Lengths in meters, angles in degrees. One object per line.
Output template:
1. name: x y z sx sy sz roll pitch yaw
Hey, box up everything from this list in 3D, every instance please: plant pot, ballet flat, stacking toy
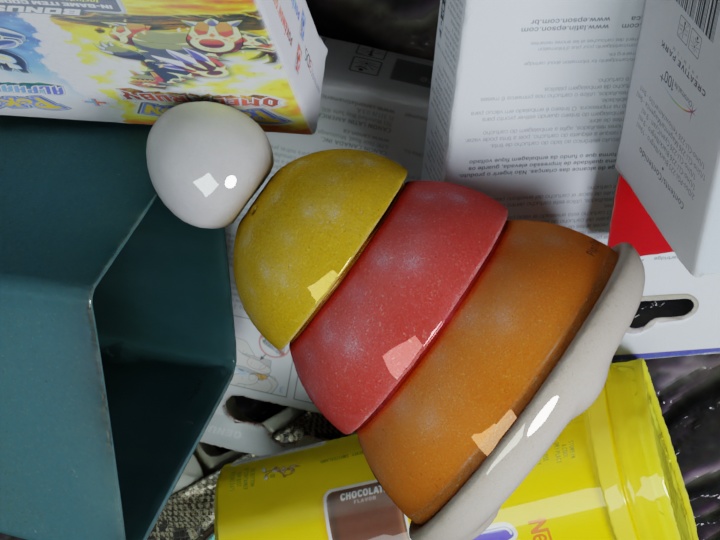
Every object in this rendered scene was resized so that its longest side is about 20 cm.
1. plant pot: -0.173 0.015 0.967 0.199 0.142 0.142 7 126 15
2. ballet flat: -0.053 0.086 1.132 0.200 0.068 0.075 -33 97 22
3. stacking toy: 0.000 0.000 0.900 0.200 0.146 0.146 37 124 -1

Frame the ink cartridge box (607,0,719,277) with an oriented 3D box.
1. ink cartridge box: 0.211 -0.065 0.900 0.199 0.084 0.176 -7 127 -18

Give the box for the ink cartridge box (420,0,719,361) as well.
1. ink cartridge box: 0.124 -0.053 0.964 0.195 0.043 0.201 -3 126 -14

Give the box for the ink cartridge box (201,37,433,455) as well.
1. ink cartridge box: -0.020 -0.007 1.046 0.162 0.057 0.201 13 124 3

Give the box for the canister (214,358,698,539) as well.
1. canister: 0.048 0.127 1.025 0.199 0.087 0.149 -14 133 11

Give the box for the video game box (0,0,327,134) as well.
1. video game box: -0.123 -0.105 0.865 0.199 0.047 0.182 4 167 9
